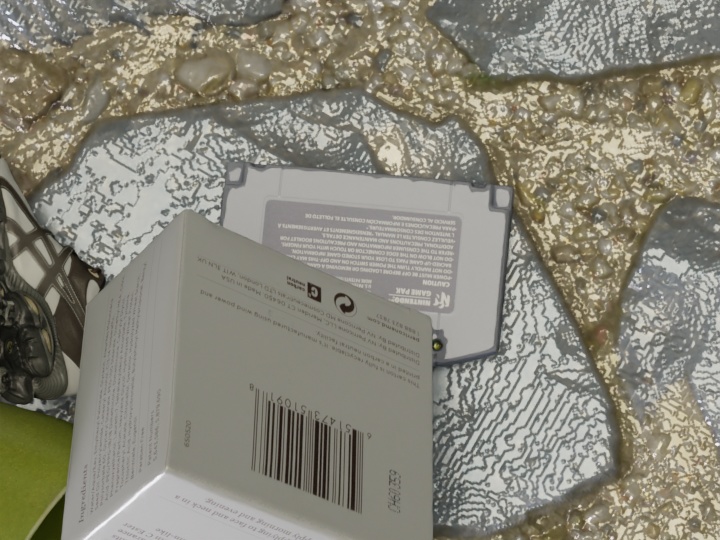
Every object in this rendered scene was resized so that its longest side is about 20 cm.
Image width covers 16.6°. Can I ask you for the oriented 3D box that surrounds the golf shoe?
[{"bbox_3d":[-0.225,0.004,1.690,0.078,0.094,0.201,-44,54,40],"label":"golf shoe"}]

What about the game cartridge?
[{"bbox_3d":[0.000,0.000,1.682,0.199,0.041,0.134,6,81,6],"label":"game cartridge"}]

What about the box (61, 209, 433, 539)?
[{"bbox_3d":[-0.068,0.102,1.550,0.198,0.131,0.201,24,47,-27],"label":"box"}]

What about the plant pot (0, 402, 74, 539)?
[{"bbox_3d":[-0.266,0.158,1.632,0.199,0.187,0.188,26,87,21],"label":"plant pot"}]
